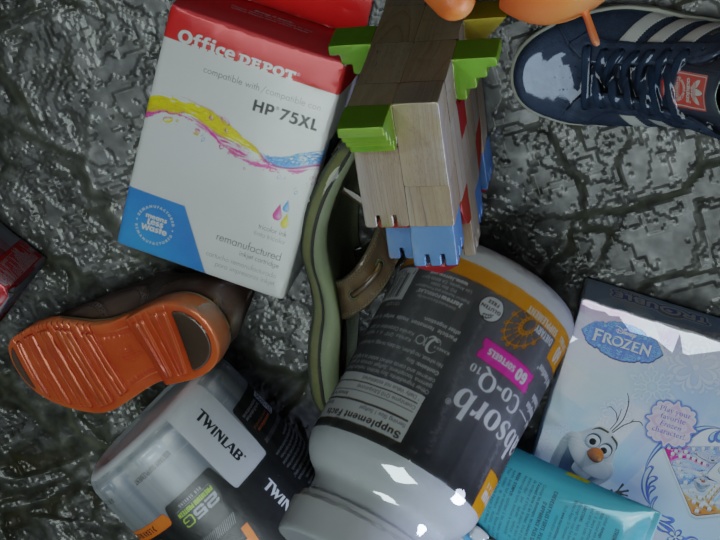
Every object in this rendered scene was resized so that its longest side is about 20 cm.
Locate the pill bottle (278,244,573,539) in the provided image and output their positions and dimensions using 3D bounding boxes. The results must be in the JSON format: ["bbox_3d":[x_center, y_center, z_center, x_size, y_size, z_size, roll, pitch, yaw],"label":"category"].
[{"bbox_3d":[0.038,0.090,1.046,0.116,0.116,0.201,29,74,0],"label":"pill bottle"}]

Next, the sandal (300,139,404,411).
[{"bbox_3d":[0.000,0.000,1.093,0.057,0.080,0.202,8,122,15],"label":"sandal"}]

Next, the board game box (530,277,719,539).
[{"bbox_3d":[0.210,0.128,1.110,0.198,0.043,0.200,17,114,6],"label":"board game box"}]

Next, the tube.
[{"bbox_3d":[0.090,0.140,1.103,0.199,0.050,0.078,27,120,24],"label":"tube"}]

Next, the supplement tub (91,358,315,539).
[{"bbox_3d":[-0.071,0.165,1.146,0.122,0.123,0.200,-41,97,23],"label":"supplement tub"}]

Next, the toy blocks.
[{"bbox_3d":[0.039,-0.070,1.004,0.099,0.201,0.138,-1,122,13],"label":"toy blocks"}]

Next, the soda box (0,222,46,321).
[{"bbox_3d":[-0.313,-0.037,1.155,0.200,0.063,0.070,40,114,-4],"label":"soda box"}]

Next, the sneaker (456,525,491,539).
[{"bbox_3d":[0.064,0.230,1.128,0.075,0.087,0.200,-1,133,53],"label":"sneaker"}]

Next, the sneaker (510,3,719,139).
[{"bbox_3d":[0.182,-0.111,1.003,0.198,0.085,0.076,-1,111,13],"label":"sneaker"}]

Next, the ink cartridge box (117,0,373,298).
[{"bbox_3d":[-0.069,-0.099,1.074,0.115,0.067,0.201,18,113,5],"label":"ink cartridge box"}]

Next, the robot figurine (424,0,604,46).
[{"bbox_3d":[0.082,-0.219,0.961,0.200,0.144,0.117,41,131,5],"label":"robot figurine"}]

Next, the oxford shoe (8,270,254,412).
[{"bbox_3d":[-0.151,0.043,1.152,0.199,0.073,0.072,-10,115,36],"label":"oxford shoe"}]
